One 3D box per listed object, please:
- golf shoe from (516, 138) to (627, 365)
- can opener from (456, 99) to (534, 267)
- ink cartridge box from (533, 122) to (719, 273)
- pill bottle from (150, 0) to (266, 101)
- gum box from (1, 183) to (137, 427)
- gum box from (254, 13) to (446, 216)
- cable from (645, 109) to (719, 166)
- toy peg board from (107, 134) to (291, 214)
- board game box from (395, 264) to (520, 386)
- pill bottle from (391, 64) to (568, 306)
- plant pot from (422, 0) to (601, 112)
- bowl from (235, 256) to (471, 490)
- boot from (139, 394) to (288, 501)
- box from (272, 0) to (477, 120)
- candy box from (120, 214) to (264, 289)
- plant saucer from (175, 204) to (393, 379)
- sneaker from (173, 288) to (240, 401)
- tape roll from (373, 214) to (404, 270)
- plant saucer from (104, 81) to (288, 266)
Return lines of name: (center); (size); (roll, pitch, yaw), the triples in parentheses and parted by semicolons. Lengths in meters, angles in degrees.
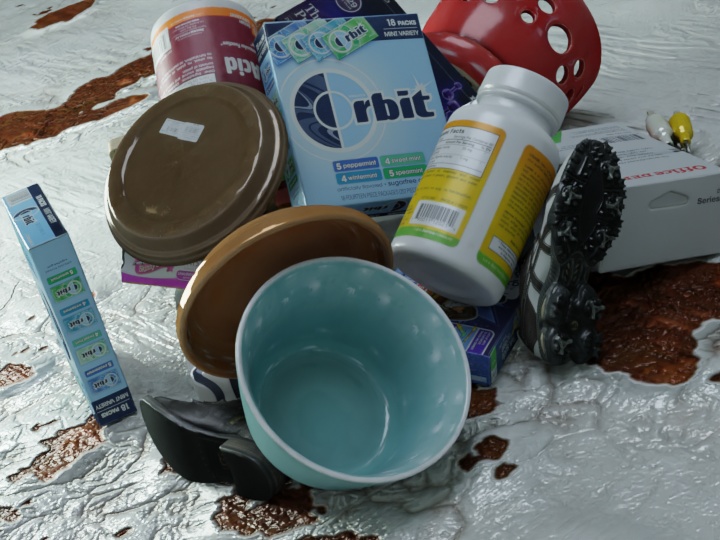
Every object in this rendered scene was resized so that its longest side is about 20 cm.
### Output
golf shoe: (0.174, -0.019, 1.397); (0.077, 0.202, 0.094); (12, -1, -28)
can opener: (0.133, -0.082, 1.527); (0.052, 0.067, 0.201); (-11, 57, 3)
ink cartridge box: (0.240, -0.073, 1.528); (0.145, 0.085, 0.200); (-10, 22, -21)
pill bottle: (-0.146, -0.165, 1.611); (0.113, 0.114, 0.201); (-15, 64, 6)
gum box: (-0.291, 0.032, 1.577); (0.044, 0.201, 0.170); (-24, 26, -12)
gum box: (-0.002, -0.153, 1.573); (0.169, 0.202, 0.045); (-7, -19, -21)
cable: (0.323, -0.113, 1.626); (0.096, 0.051, 0.200); (-21, 24, -4)
toy peg board: (-0.147, -0.071, 1.730); (0.198, 0.200, 0.098); (-18, 48, 2)
board game box: (0.093, 0.026, 1.488); (0.134, 0.035, 0.200); (11, 36, 22)
pill bottle: (0.113, -0.079, 1.431); (0.111, 0.111, 0.201); (10, 69, 45)
plant pot: (0.151, -0.228, 1.808); (0.199, 0.201, 0.183); (5, 42, 40)
bowl: (-0.018, 0.101, 1.312); (0.200, 0.201, 0.105); (-37, -13, -33)
boot: (-0.081, 0.123, 1.423); (0.199, 0.070, 0.174); (19, 43, 37)
box: (0.010, -0.205, 1.685); (0.141, 0.200, 0.079); (-35, -10, -34)
candy box: (-0.124, -0.019, 1.569); (0.135, 0.062, 0.200); (6, 7, 31)
plant saucer: (-0.068, 0.013, 1.349); (0.199, 0.201, 0.038); (-24, 55, -12)
sneaker: (-0.109, 0.056, 1.551); (0.129, 0.080, 0.199); (-17, 25, -2)
tape roll: (0.043, -0.067, 1.702); (0.201, 0.071, 0.203); (-14, 26, 7)
plant saucer: (-0.162, -0.098, 1.494); (0.199, 0.029, 0.201); (-14, 57, 21)
